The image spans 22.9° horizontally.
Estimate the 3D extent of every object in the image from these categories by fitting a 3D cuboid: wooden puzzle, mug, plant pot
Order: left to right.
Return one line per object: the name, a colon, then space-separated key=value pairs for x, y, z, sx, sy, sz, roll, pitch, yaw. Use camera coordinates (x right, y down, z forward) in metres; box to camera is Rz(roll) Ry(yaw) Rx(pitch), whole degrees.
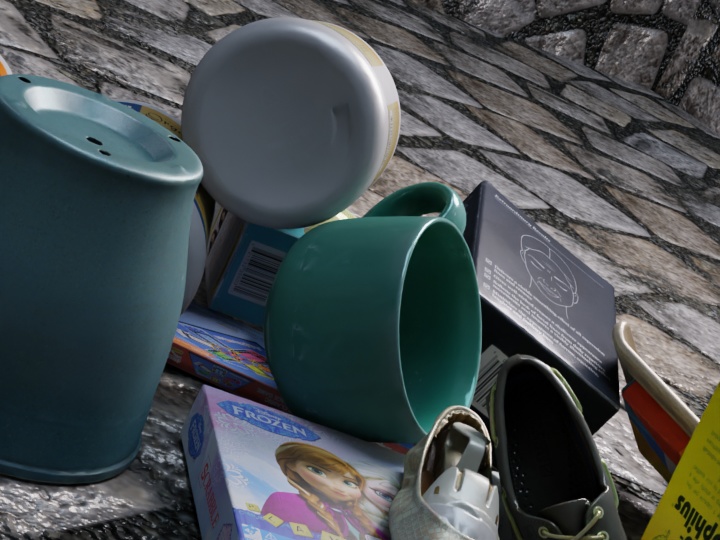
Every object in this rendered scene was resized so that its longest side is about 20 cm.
plant pot: x=-0.191 y=-0.007 z=1.060 sx=0.199 sy=0.188 sz=0.200 roll=23 pitch=16 yaw=-7
mug: x=0.009 y=0.035 z=1.221 sx=0.114 sy=0.153 sz=0.185 roll=-1 pitch=18 yaw=24
wooden puzzle: x=0.251 y=0.149 z=1.332 sx=0.200 sy=0.037 sz=0.185 roll=54 pitch=-3 yaw=29

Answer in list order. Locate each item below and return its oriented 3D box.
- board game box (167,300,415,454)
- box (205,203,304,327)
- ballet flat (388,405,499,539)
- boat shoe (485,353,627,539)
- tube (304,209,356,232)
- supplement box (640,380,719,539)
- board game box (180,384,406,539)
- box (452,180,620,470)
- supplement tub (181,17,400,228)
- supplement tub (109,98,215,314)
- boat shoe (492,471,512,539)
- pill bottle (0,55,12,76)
board game box: x=-0.052 y=0.081 z=1.302 sx=0.199 sy=0.019 sz=0.103 roll=25 pitch=14 yaw=-3
box: x=-0.088 y=-0.037 z=1.417 sx=0.049 sy=0.082 sz=0.200 roll=21 pitch=21 yaw=-15
ballet flat: x=0.053 y=0.134 z=1.065 sx=0.067 sy=0.062 sz=0.200 roll=26 pitch=16 yaw=-9
boat shoe: x=0.121 y=0.147 z=1.070 sx=0.060 sy=0.072 sz=0.202 roll=64 pitch=9 yaw=-65
tube: x=0.027 y=0.007 z=1.590 sx=0.200 sy=0.052 sz=0.058 roll=36 pitch=53 yaw=-21
supplement box: x=0.263 y=0.162 z=1.120 sx=0.109 sy=0.201 sz=0.110 roll=19 pitch=13 yaw=-22
board game box: x=-0.004 y=0.159 z=1.087 sx=0.199 sy=0.041 sz=0.200 roll=21 pitch=16 yaw=-19
box: x=0.112 y=0.047 z=1.382 sx=0.148 sy=0.107 sz=0.200 roll=38 pitch=25 yaw=-12
supplement tub: x=-0.045 y=-0.110 z=1.292 sx=0.144 sy=0.145 sz=0.200 roll=26 pitch=8 yaw=2
supplement tub: x=-0.177 y=-0.040 z=1.261 sx=0.144 sy=0.145 sz=0.200 roll=23 pitch=16 yaw=-9
boat shoe: x=0.139 y=0.193 z=1.149 sx=0.065 sy=0.075 sz=0.202 roll=8 pitch=16 yaw=-36
pill bottle: x=-0.350 y=-0.121 z=1.319 sx=0.109 sy=0.110 sz=0.200 roll=30 pitch=17 yaw=16
